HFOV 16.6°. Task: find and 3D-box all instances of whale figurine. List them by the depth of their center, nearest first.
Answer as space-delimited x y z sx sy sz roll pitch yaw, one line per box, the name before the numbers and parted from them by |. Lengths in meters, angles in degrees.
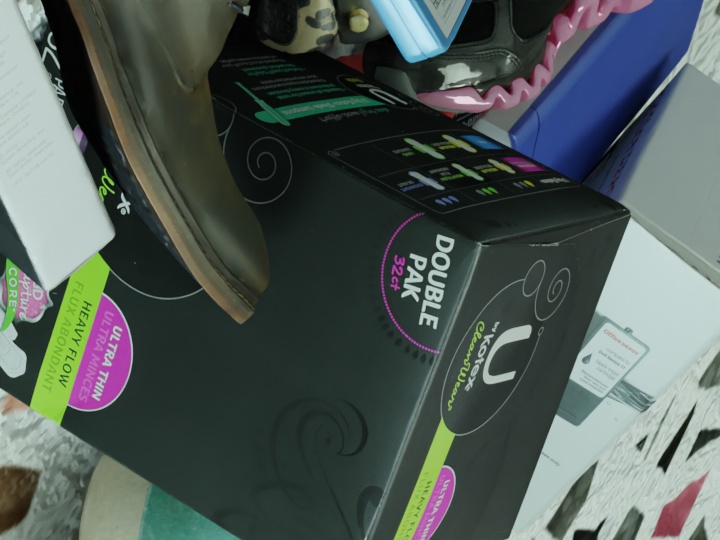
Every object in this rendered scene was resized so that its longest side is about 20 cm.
whale figurine | -0.056 0.135 1.104 0.200 0.104 0.159 29 66 -74

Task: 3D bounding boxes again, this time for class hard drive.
hard drive | 0.108 -0.088 1.163 0.200 0.025 0.132 -49 162 -32

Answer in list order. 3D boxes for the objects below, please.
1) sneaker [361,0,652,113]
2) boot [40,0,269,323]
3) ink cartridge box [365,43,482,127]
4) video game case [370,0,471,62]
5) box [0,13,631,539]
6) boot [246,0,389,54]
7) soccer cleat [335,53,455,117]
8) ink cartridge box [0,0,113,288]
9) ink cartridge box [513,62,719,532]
sneaker | 0.064 -0.135 1.032 0.200 0.079 0.096 -40 133 -43
boot | -0.053 -0.080 0.794 0.097 0.075 0.200 -33 119 -9
ink cartridge box | 0.067 -0.100 1.180 0.198 0.043 0.200 -32 143 -47
video game case | -0.007 -0.187 0.811 0.200 0.018 0.143 57 36 -25
box | -0.028 0.006 0.928 0.124 0.200 0.149 -12 127 -58
boot | -0.029 -0.149 0.903 0.200 0.073 0.151 -45 141 -44
soccer cleat | 0.000 0.000 1.046 0.067 0.076 0.200 39 56 -57
ink cartridge box | -0.137 -0.081 0.742 0.037 0.095 0.200 -40 149 -18
ink cartridge box | 0.122 0.013 1.223 0.200 0.083 0.147 -50 -175 38
